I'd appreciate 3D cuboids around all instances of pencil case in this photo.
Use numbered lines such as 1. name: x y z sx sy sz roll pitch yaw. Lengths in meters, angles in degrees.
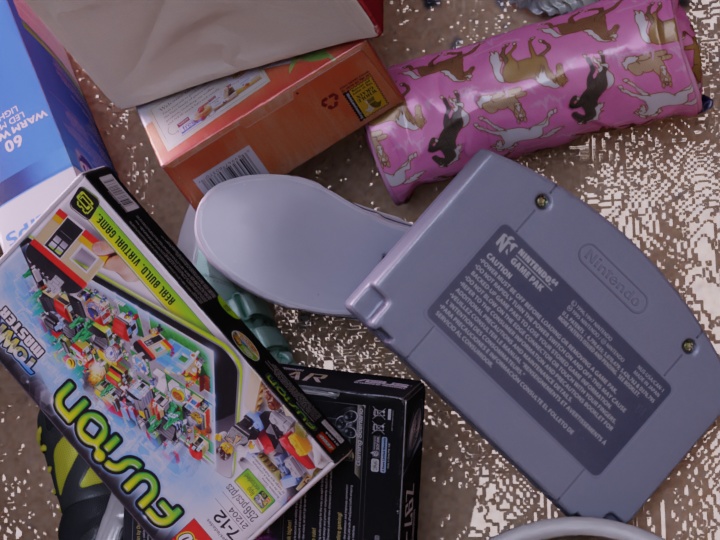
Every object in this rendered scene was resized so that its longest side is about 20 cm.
1. pencil case: 0.095 -0.101 1.177 0.198 0.087 0.083 -17 40 9

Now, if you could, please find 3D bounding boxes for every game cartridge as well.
1. game cartridge: 0.105 0.036 1.126 0.200 0.042 0.133 44 81 -13

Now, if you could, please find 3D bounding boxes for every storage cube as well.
1. storage cube: -0.095 -0.224 1.108 0.170 0.200 0.181 -13 55 21

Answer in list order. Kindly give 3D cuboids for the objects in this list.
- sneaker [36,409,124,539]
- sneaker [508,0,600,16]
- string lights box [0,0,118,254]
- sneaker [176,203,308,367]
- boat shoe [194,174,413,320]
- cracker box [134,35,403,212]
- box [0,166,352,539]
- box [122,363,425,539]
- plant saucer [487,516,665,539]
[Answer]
1. sneaker: -0.150 0.116 1.200 0.084 0.075 0.202 6 70 20
2. sneaker: 0.165 -0.213 1.201 0.199 0.100 0.070 -15 113 34
3. string lights box: -0.189 -0.076 1.207 0.059 0.103 0.201 -28 59 5
4. sneaker: -0.041 0.048 1.181 0.117 0.074 0.203 -6 86 18
5. boat shoe: 0.000 0.000 1.156 0.198 0.065 0.074 18 79 -10
6. cracker box: -0.072 -0.137 1.199 0.133 0.058 0.201 -31 45 5
7. box: -0.110 0.057 1.088 0.110 0.035 0.200 -44 85 18
8. box: -0.050 0.153 1.128 0.159 0.044 0.202 5 101 16
9. plant saucer: 0.117 0.235 1.107 0.198 0.050 0.202 -1 74 4
